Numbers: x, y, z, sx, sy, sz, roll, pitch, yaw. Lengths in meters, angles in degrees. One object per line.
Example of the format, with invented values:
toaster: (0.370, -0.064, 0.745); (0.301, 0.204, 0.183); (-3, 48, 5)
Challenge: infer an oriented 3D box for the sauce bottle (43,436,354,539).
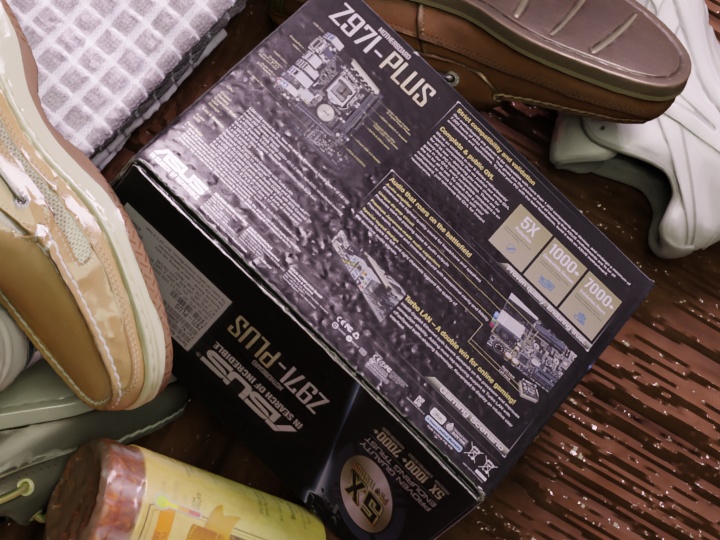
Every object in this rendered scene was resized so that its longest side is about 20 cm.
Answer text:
sauce bottle: (-0.035, 0.129, 1.014); (0.200, 0.066, 0.066); (21, 75, -24)

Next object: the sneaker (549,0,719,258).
sneaker: (0.120, -0.094, 1.108); (0.099, 0.078, 0.200); (-33, 85, -11)

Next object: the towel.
towel: (-0.157, -0.121, 1.048); (0.166, 0.086, 0.200); (41, 74, -2)

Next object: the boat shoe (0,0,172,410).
boat shoe: (-0.150, -0.026, 0.953); (0.076, 0.072, 0.200); (-27, 85, -42)

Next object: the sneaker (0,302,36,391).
sneaker: (-0.233, 0.031, 1.007); (0.199, 0.088, 0.076); (8, 96, 16)

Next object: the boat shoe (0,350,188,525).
boat shoe: (-0.162, 0.081, 1.017); (0.201, 0.072, 0.060); (-19, 109, -24)

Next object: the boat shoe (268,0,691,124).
boat shoe: (0.052, -0.106, 1.080); (0.200, 0.068, 0.072); (25, 38, 16)

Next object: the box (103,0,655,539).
box: (0.000, 0.000, 1.026); (0.200, 0.086, 0.164); (44, 48, -1)
